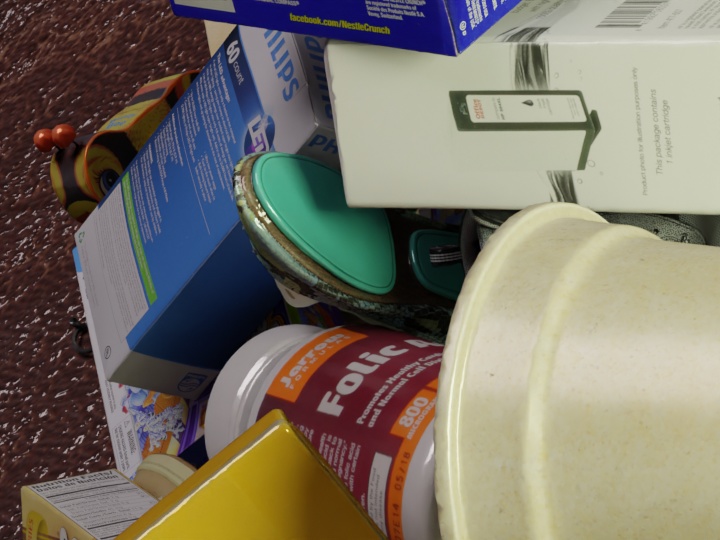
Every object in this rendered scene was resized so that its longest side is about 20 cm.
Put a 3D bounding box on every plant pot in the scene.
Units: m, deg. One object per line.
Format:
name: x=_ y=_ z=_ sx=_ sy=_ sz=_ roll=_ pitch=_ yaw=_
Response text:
plant pot: x=0.158 y=0.070 z=1.107 sx=0.183 sy=0.201 sz=0.201 roll=-1 pitch=45 yaw=32

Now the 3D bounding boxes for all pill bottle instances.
pill bottle: x=0.018 y=0.087 z=1.297 sx=0.114 sy=0.114 sz=0.200 roll=-49 pitch=30 yaw=-17

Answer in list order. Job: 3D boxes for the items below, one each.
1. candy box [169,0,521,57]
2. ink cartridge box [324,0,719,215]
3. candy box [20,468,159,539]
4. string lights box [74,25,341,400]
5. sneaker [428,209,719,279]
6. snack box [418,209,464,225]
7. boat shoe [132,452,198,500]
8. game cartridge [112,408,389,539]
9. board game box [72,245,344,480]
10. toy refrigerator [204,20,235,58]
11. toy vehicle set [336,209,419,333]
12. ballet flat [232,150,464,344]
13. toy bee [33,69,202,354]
candy box: x=0.027 y=-0.185 z=1.285 sx=0.169 sy=0.077 sz=0.200 roll=11 pitch=39 yaw=36
ink cartridge box: x=0.104 y=-0.086 z=1.272 sx=0.200 sy=0.084 sz=0.146 roll=2 pitch=21 yaw=26
candy box: x=-0.095 y=0.176 z=1.296 sx=0.055 sy=0.116 sz=0.200 roll=-8 pitch=16 yaw=-28
string lights box: x=-0.064 y=-0.038 z=1.405 sx=0.200 sy=0.059 sz=0.103 roll=-48 pitch=42 yaw=34
sneaker: x=0.114 y=0.000 z=1.266 sx=0.114 sy=0.076 sz=0.200 roll=-7 pitch=8 yaw=-30
snack box: x=0.057 y=-0.087 z=1.466 sx=0.072 sy=0.024 sz=0.200 roll=-33 pitch=42 yaw=26
boat shoe: x=-0.069 y=0.147 z=1.356 sx=0.063 sy=0.073 sz=0.200 roll=-47 pitch=32 yaw=-7
game cartridge: x=-0.058 y=0.184 z=1.182 sx=0.200 sy=0.176 sz=0.032 roll=-38 pitch=16 yaw=2
board game box: x=-0.081 y=0.024 z=1.512 sx=0.134 sy=0.045 sz=0.200 roll=-40 pitch=40 yaw=19
toy refrigerator: x=-0.037 y=-0.112 z=1.544 sx=0.070 sy=0.076 sz=0.200 roll=-36 pitch=42 yaw=23
toy vehicle set: x=0.007 y=-0.052 z=1.535 sx=0.124 sy=0.027 sz=0.200 roll=-8 pitch=57 yaw=43
ballet flat: x=0.000 y=0.000 z=1.343 sx=0.074 sy=0.200 sz=0.074 roll=-25 pitch=54 yaw=40
toy bee: x=-0.141 y=-0.066 z=1.712 sx=0.131 sy=0.109 sz=0.200 roll=-24 pitch=31 yaw=26
